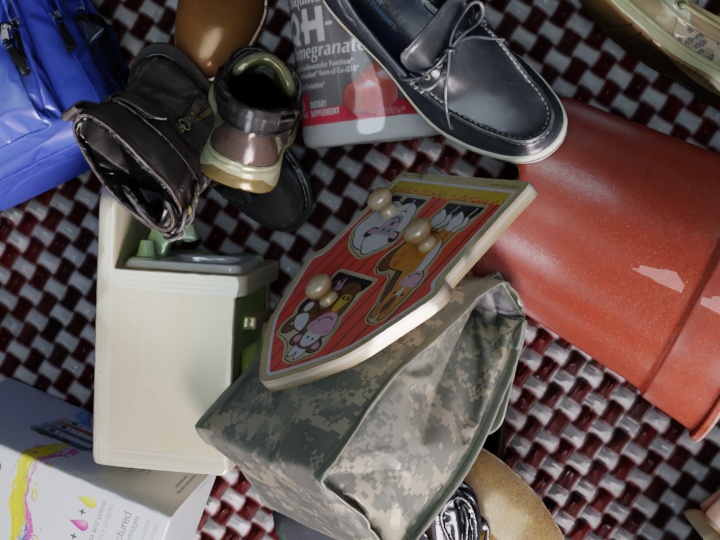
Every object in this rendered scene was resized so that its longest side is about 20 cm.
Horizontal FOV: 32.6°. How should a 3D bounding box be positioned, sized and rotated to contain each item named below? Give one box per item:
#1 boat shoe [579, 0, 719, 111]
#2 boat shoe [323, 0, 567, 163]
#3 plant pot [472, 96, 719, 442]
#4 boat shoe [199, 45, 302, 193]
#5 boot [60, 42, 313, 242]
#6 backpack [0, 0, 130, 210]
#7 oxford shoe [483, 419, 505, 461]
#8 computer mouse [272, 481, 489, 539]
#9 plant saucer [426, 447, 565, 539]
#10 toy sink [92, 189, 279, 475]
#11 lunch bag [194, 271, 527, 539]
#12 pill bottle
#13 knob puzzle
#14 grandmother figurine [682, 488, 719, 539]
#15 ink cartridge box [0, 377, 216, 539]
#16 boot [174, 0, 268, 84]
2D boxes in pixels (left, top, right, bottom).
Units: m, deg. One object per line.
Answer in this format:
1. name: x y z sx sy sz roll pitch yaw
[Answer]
1. boat shoe: 0.247 -0.172 0.903 0.199 0.073 0.063 33 93 -8
2. boat shoe: 0.052 -0.145 0.809 0.200 0.062 0.075 43 86 7
3. plant pot: 0.196 -0.016 0.870 0.194 0.201 0.202 28 99 12
4. boat shoe: -0.069 -0.122 0.870 0.073 0.201 0.065 18 118 -14
5. boot: -0.121 -0.068 0.888 0.069 0.175 0.200 -39 109 23
6. backpack: -0.271 -0.169 0.919 0.161 0.168 0.202 -23 86 5
7. oxford shoe: 0.079 0.160 0.948 0.072 0.084 0.202 -3 98 5
8. computer mouse: 0.002 0.202 0.907 0.199 0.053 0.140 9 120 38
9. plant saucer: 0.066 0.215 0.923 0.199 0.035 0.202 21 127 31
10. toy sink: -0.128 0.039 0.939 0.111 0.130 0.202 3 95 7
11. lunch bag: 0.011 0.080 0.855 0.200 0.163 0.118 -51 122 -21
12. pill bottle: 0.001 -0.195 0.907 0.109 0.111 0.202 -6 95 8
13. knob puzzle: 0.000 0.000 0.829 0.219 0.220 0.031 -36 113 10
14. grandmother figurine: 0.339 0.141 0.929 0.200 0.061 0.121 -41 117 7
15. ink cartridge box: -0.239 0.197 0.962 0.198 0.145 0.147 21 99 6
16. boot: -0.106 -0.236 0.894 0.073 0.155 0.202 19 98 5
